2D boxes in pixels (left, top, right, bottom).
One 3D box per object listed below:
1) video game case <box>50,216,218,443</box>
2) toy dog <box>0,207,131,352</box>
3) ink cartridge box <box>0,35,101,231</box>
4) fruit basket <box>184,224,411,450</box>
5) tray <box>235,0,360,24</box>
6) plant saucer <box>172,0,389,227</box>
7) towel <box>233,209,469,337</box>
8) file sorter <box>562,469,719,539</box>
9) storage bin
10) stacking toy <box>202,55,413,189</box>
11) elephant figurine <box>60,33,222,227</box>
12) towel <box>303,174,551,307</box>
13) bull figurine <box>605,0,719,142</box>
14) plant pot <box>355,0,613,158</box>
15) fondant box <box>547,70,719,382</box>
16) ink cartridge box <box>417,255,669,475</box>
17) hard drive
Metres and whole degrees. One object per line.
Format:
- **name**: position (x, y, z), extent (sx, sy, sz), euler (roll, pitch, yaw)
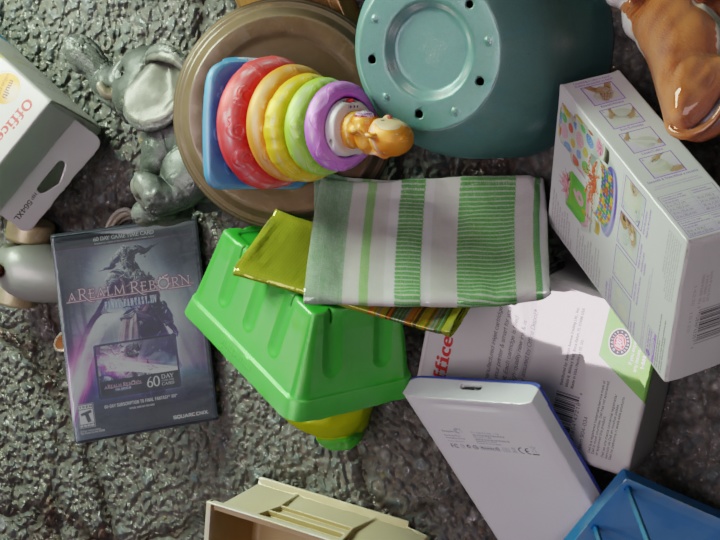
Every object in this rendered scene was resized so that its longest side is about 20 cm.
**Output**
- **video game case**: position (-0.217, 0.057, 1.497), extent (0.019, 0.141, 0.202), euler (-158, 62, -70)
- **toy dog**: position (-0.301, 0.011, 1.540), extent (0.198, 0.096, 0.134), euler (-2, 100, 28)
- **ink cartridge box**: position (-0.362, -0.148, 1.504), extent (0.200, 0.125, 0.129), euler (40, 93, 15)
- **fruit basket**: position (-0.049, 0.079, 1.377), extent (0.215, 0.154, 0.218), euler (20, 114, 53)
- **tray**: position (-0.055, -0.231, 1.398), extent (0.098, 0.037, 0.202), euler (-23, 88, 29)
- **plant saucer**: position (-0.065, -0.135, 1.346), extent (0.198, 0.029, 0.203), euler (0, 98, -1)
- **towel**: position (0.000, 0.000, 1.282), extent (0.198, 0.086, 0.018), euler (15, 132, 19)
- **file sorter**: position (0.226, 0.294, 1.273), extent (0.138, 0.123, 0.201), euler (24, 116, -22)
- **storage bin**: position (-0.047, 0.325, 1.471), extent (0.197, 0.094, 0.202), euler (13, 105, 25)
- **stacking toy**: position (-0.030, -0.113, 1.230), extent (0.199, 0.115, 0.111), euler (11, 100, 49)
- **elephant figurine**: position (-0.175, -0.151, 1.425), extent (0.154, 0.141, 0.202), euler (-14, 85, -15)
- **towel**: position (0.056, -0.028, 1.279), extent (0.197, 0.153, 0.024), euler (1, 134, 2)
- **bull figurine**: position (0.260, -0.183, 1.192), extent (0.120, 0.065, 0.202), euler (-23, 51, 18)
- **plant pot**: position (0.086, -0.184, 1.262), extent (0.199, 0.161, 0.203), euler (6, 102, 27)
- **fondant box**: position (0.216, -0.037, 1.194), extent (0.145, 0.058, 0.201), euler (89, 158, -44)
- **ink cartridge box**: position (0.160, 0.068, 1.316), extent (0.198, 0.084, 0.147), euler (18, 107, 23)
- **hard drive**: position (0.134, 0.167, 1.309), extent (0.131, 0.025, 0.201), euler (0, 135, 41)
